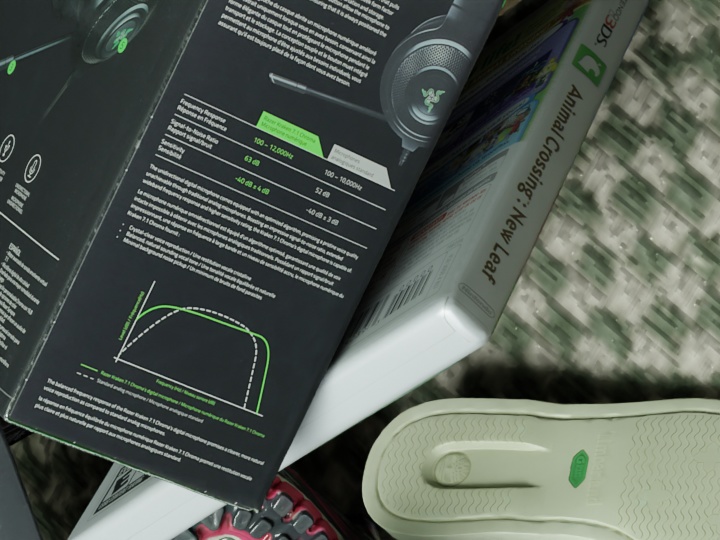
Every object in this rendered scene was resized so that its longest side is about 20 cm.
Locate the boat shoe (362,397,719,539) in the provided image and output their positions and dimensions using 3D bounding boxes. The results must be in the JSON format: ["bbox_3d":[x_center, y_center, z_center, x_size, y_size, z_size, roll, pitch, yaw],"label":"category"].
[{"bbox_3d":[0.101,0.087,0.975,0.200,0.072,0.068,5,149,31],"label":"boat shoe"}]

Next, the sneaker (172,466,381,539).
[{"bbox_3d":[-0.005,0.126,1.040,0.081,0.075,0.200,-37,113,6],"label":"sneaker"}]

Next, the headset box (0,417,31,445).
[{"bbox_3d":[-0.168,-0.030,1.082,0.200,0.077,0.149,60,166,1],"label":"headset box"}]

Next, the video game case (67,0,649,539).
[{"bbox_3d":[0.000,0.000,0.936,0.022,0.182,0.200,42,134,-14],"label":"video game case"}]

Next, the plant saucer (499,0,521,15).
[{"bbox_3d":[0.009,-0.176,0.949,0.200,0.035,0.201,16,118,34],"label":"plant saucer"}]

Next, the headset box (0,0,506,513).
[{"bbox_3d":[-0.059,-0.056,0.880,0.174,0.093,0.200,31,97,58],"label":"headset box"}]

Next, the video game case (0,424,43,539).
[{"bbox_3d":[-0.155,0.082,1.033,0.181,0.025,0.200,30,142,55],"label":"video game case"}]
